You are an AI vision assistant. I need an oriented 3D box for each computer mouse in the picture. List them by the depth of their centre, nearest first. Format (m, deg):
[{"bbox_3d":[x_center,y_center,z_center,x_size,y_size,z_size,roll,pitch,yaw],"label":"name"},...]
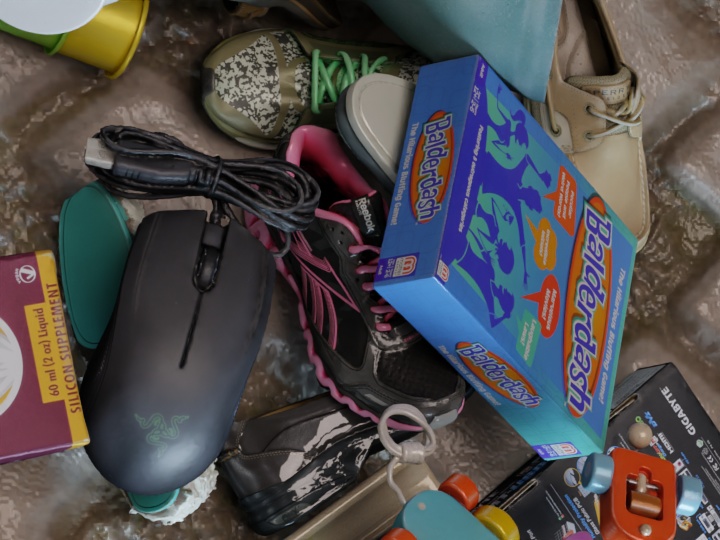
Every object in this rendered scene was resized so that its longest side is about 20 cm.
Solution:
[{"bbox_3d":[-0.101,0.024,1.507,0.138,0.053,0.201,14,83,-14],"label":"computer mouse"}]

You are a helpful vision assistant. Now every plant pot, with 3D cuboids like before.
[{"bbox_3d":[0.061,-0.209,1.598,0.133,0.200,0.201,11,75,3],"label":"plant pot"}]

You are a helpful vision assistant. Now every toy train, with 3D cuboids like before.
[{"bbox_3d":[0.095,0.148,1.542,0.199,0.056,0.151,12,51,-16],"label":"toy train"}]

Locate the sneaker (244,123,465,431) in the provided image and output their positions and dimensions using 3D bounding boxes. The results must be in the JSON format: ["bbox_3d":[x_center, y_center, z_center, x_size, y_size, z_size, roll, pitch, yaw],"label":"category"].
[{"bbox_3d":[0.000,0.000,1.578,0.079,0.096,0.200,-22,66,-28],"label":"sneaker"}]

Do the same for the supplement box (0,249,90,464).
[{"bbox_3d":[-0.260,0.062,1.477,0.199,0.086,0.111,-10,87,-28],"label":"supplement box"}]

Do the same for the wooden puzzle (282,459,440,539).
[{"bbox_3d":[0.015,0.236,1.586,0.185,0.046,0.201,-35,99,-12],"label":"wooden puzzle"}]

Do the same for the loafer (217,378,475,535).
[{"bbox_3d":[0.002,0.074,1.618,0.200,0.073,0.073,-34,93,-28],"label":"loafer"}]

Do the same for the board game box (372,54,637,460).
[{"bbox_3d":[0.089,-0.005,1.587,0.200,0.045,0.153,45,47,-43],"label":"board game box"}]

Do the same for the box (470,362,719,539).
[{"bbox_3d":[0.170,0.193,1.693,0.198,0.050,0.200,-38,98,-23],"label":"box"}]

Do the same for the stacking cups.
[{"bbox_3d":[-0.219,-0.168,1.549,0.199,0.060,0.061,19,73,-23],"label":"stacking cups"}]

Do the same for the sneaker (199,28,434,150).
[{"bbox_3d":[0.001,-0.113,1.636,0.199,0.089,0.077,1,80,-27],"label":"sneaker"}]

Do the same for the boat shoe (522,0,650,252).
[{"bbox_3d":[0.143,-0.105,1.720,0.072,0.065,0.201,-15,89,-28],"label":"boat shoe"}]

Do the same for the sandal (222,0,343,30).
[{"bbox_3d":[-0.066,-0.173,1.589,0.082,0.054,0.200,68,19,3],"label":"sandal"}]

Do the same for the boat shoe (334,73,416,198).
[{"bbox_3d":[0.037,-0.050,1.622,0.200,0.062,0.073,35,52,-45],"label":"boat shoe"}]

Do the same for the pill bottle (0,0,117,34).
[{"bbox_3d":[-0.149,-0.217,1.520,0.112,0.112,0.200,42,36,-15],"label":"pill bottle"}]

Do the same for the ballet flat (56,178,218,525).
[{"bbox_3d":[-0.125,0.045,1.570,0.071,0.072,0.201,-11,89,-28],"label":"ballet flat"}]
